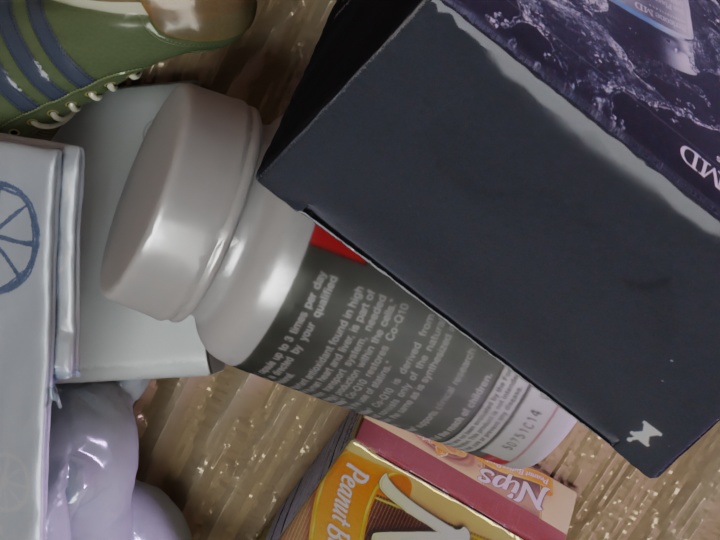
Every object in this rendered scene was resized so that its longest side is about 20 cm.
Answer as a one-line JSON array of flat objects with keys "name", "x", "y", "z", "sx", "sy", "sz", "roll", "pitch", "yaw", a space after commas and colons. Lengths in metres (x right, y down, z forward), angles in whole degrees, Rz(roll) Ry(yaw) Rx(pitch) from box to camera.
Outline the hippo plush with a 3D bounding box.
[{"name": "hippo plush", "x": -0.157, "y": 0.120, "z": 1.306, "sx": 0.159, "sy": 0.200, "sz": 0.161, "roll": 19, "pitch": 156, "yaw": 29}]

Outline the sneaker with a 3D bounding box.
[{"name": "sneaker", "x": -0.135, "y": -0.096, "z": 1.177, "sx": 0.200, "sy": 0.067, "sz": 0.090, "roll": 6, "pitch": 120, "yaw": 20}]

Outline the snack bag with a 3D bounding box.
[{"name": "snack bag", "x": -0.199, "y": 0.033, "z": 1.196, "sx": 0.188, "sy": 0.021, "sz": 0.200, "roll": 8, "pitch": 99, "yaw": 33}]

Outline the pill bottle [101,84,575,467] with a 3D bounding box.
[{"name": "pill bottle", "x": 0.000, "y": 0.000, "z": 1.149, "sx": 0.200, "sy": 0.114, "sz": 0.114, "roll": 21, "pitch": 128, "yaw": -14}]

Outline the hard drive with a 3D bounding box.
[{"name": "hard drive", "x": -0.164, "y": -0.013, "z": 1.236, "sx": 0.200, "sy": 0.026, "sz": 0.132, "roll": -4, "pitch": 94, "yaw": 18}]

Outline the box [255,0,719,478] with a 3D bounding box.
[{"name": "box", "x": 0.088, "y": -0.062, "z": 1.059, "sx": 0.197, "sy": 0.200, "sz": 0.117, "roll": 37, "pitch": 125, "yaw": -12}]

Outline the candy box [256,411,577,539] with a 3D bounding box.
[{"name": "candy box", "x": 0.005, "y": 0.157, "z": 1.322, "sx": 0.115, "sy": 0.055, "sz": 0.200, "roll": 30, "pitch": 126, "yaw": -7}]
